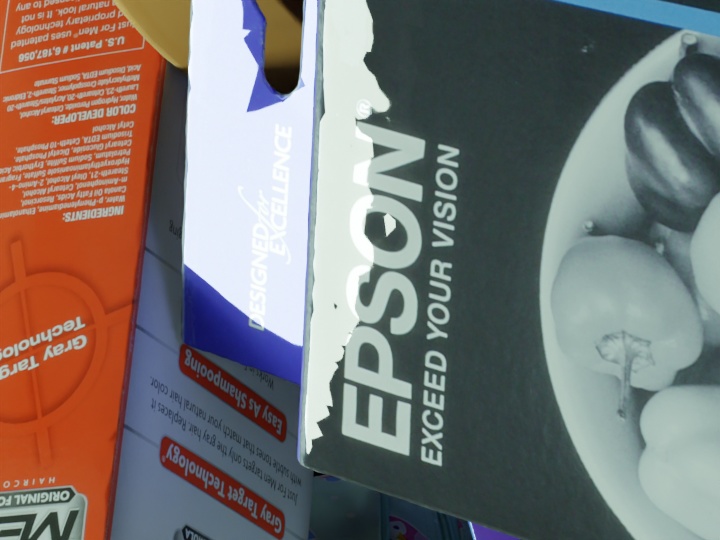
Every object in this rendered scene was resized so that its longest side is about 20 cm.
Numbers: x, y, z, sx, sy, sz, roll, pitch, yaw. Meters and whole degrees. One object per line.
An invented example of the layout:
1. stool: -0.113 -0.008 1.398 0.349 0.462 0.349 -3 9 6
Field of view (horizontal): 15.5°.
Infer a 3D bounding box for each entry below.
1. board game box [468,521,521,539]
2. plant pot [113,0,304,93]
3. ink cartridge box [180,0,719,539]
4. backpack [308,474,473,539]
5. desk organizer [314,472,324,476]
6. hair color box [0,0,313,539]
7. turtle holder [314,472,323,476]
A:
1. board game box: 0.046 0.018 0.709 0.200 0.045 0.135 -45 -61 -83
2. plant pot: 0.018 -0.153 0.657 0.200 0.139 0.201 26 -120 -58
3. ink cartridge box: 0.037 -0.040 0.547 0.043 0.199 0.199 -31 -50 -52
4. backpack: -0.016 0.144 0.797 0.167 0.126 0.201 -101 9 -47
5. desk organizer: 0.000 0.000 0.895 0.072 0.077 0.200 -62 37 36
6. hair color box: -0.056 0.003 0.693 0.101 0.061 0.201 41 -133 -54
7. turtle holder: -0.048 0.106 0.941 0.186 0.131 0.142 -95 3 -75
